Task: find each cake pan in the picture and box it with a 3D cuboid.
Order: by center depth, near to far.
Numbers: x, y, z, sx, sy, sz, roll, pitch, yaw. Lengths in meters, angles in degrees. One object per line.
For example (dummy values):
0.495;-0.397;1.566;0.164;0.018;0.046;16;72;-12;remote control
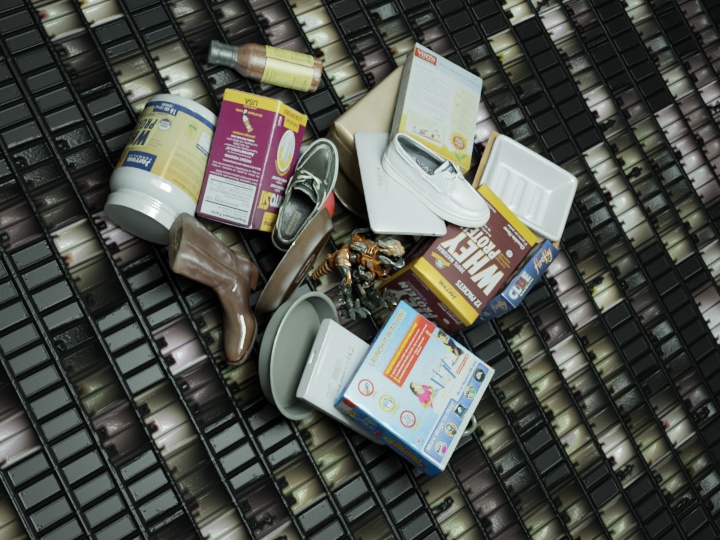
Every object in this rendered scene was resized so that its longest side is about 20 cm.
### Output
-0.096;0.132;1.465;0.199;0.036;0.205;-24;118;-56;cake pan

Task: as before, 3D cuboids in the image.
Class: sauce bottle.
-0.166;-0.360;1.610;0.196;0.066;0.067;11;73;-17;sauce bottle

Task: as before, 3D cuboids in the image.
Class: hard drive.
-0.010;0.183;1.504;0.199;0.026;0.134;36;64;-37;hard drive

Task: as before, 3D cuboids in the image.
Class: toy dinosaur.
0.000;0.000;1.510;0.101;0.199;0.139;-16;97;-24;toy dinosaur

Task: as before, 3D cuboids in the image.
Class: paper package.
0.063;-0.225;1.610;0.200;0.103;0.191;-42;93;-23;paper package

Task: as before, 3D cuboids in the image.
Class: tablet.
0.063;-0.142;1.490;0.127;0.014;0.203;2;57;-18;tablet

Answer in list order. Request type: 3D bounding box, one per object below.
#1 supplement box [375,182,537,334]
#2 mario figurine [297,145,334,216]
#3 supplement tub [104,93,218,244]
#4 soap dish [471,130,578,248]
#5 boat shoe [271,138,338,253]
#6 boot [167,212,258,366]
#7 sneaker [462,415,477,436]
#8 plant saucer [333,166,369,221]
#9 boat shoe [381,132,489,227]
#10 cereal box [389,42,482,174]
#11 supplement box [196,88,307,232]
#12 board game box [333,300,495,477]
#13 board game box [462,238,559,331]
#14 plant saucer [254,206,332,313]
0.158;-0.007;1.567;0.133;0.197;0.200;44;67;-4;supplement box
-0.120;-0.150;1.582;0.123;0.106;0.202;-37;79;12;mario figurine
-0.308;-0.158;1.461;0.142;0.144;0.203;25;69;-12;supplement tub
0.295;-0.141;1.716;0.197;0.081;0.160;27;69;-12;soap dish
-0.083;-0.125;1.479;0.070;0.064;0.203;21;74;-3;boat shoe
-0.234;0.030;1.424;0.200;0.063;0.190;42;42;-55;boot
0.106;0.244;1.531;0.197;0.079;0.076;5;81;-30;sneaker
0.028;-0.179;1.655;0.196;0.029;0.204;5;74;-18;plant saucer
0.126;-0.147;1.463;0.199;0.069;0.072;41;53;12;boat shoe
0.130;-0.270;1.559;0.142;0.039;0.203;25;57;-19;cereal box
-0.171;-0.171;1.476;0.101;0.131;0.204;15;94;16;supplement box
0.089;0.187;1.481;0.194;0.056;0.201;36;60;-2;board game box
0.246;0.028;1.590;0.035;0.200;0.136;44;66;-4;board game box
-0.099;-0.009;1.470;0.032;0.201;0.202;33;67;2;plant saucer
